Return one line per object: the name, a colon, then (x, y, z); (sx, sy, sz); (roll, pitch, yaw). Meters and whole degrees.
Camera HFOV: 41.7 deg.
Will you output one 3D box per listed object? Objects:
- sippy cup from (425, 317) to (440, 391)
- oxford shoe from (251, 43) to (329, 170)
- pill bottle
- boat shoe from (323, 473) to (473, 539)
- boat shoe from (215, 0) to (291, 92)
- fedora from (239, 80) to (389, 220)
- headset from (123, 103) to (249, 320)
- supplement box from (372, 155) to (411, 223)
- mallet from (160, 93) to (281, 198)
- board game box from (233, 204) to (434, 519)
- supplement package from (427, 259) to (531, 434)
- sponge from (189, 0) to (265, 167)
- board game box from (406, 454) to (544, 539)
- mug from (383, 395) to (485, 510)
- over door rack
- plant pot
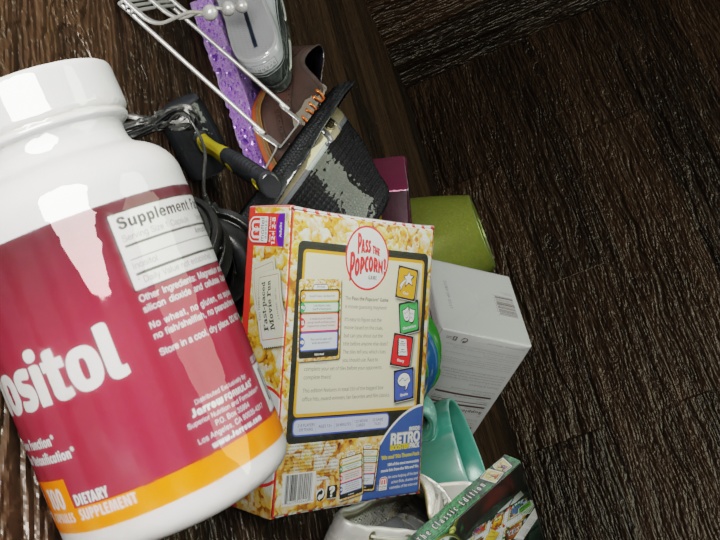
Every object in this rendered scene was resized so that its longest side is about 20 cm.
sippy cup: (-0.001, 0.103, 0.822); (0.177, 0.139, 0.131); (41, 30, -15)
oxford shoe: (-0.067, -0.166, 0.984); (0.071, 0.072, 0.202); (52, 27, -50)
pill bottle: (-0.118, 0.015, 0.435); (0.113, 0.111, 0.203); (-36, 105, -79)
boat shoe: (0.049, 0.205, 0.793); (0.198, 0.070, 0.070); (-8, 118, -48)
boat shoe: (-0.115, -0.270, 0.987); (0.071, 0.071, 0.203); (64, 14, -61)
fedora: (-0.035, -0.057, 0.773); (0.091, 0.201, 0.201); (37, 17, -8)
headset: (-0.122, -0.011, 0.643); (0.123, 0.092, 0.204); (15, 70, -76)
supplement box: (0.000, 0.000, 0.934); (0.086, 0.108, 0.203); (-91, 176, -64)
mallet: (-0.106, -0.094, 0.704); (0.066, 0.041, 0.200); (62, -15, -21)
board game box: (-0.015, 0.062, 0.672); (0.150, 0.046, 0.204); (5, 88, -46)
supplement package: (0.091, 0.105, 1.070); (0.115, 0.108, 0.201); (-99, -153, -47)
sponge: (-0.122, -0.189, 1.030); (0.111, 0.029, 0.203); (0, 71, -78)
board game box: (0.068, 0.249, 0.763); (0.023, 0.199, 0.106); (22, -42, 51)
mug: (0.062, 0.211, 0.992); (0.152, 0.113, 0.188); (-32, 101, -79)
over door rack: (-0.120, -0.193, 0.840); (0.201, 0.066, 0.148); (52, 15, -11)
plant pot: (0.057, -0.010, 1.150); (0.187, 0.197, 0.190); (-20, 90, -79)
